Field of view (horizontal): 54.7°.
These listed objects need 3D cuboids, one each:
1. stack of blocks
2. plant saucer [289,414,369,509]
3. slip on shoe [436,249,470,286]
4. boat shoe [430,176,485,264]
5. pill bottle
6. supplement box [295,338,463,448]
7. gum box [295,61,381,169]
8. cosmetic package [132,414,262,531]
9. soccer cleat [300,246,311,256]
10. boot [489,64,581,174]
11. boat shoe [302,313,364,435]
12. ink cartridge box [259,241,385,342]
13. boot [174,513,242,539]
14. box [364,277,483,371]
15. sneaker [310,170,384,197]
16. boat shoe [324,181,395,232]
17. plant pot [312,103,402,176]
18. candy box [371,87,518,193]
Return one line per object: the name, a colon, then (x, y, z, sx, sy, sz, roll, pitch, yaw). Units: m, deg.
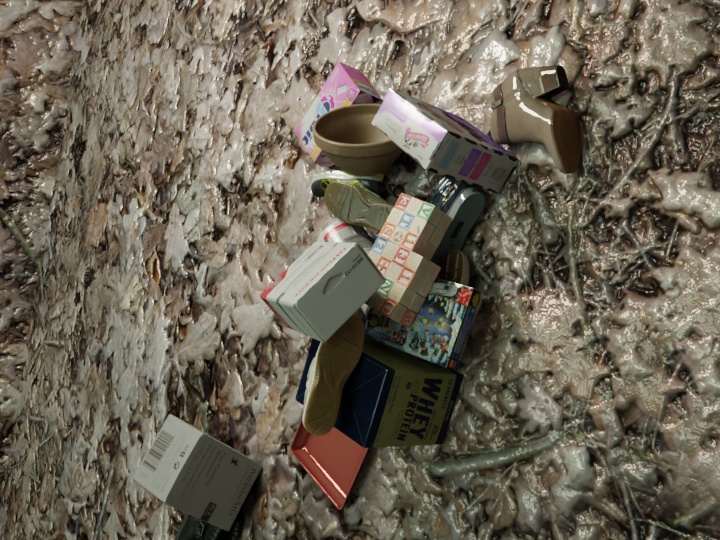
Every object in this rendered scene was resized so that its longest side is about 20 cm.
stack of blocks: (0.077, -0.019, 1.191, 0.115, 0.058, 0.201, 27, 89, 44)
plant saucer: (-0.049, 0.340, 1.415, 0.199, 0.036, 0.202, 36, 109, 44)
slip on shoe: (0.159, 0.067, 1.221, 0.076, 0.060, 0.202, -5, 71, 39)
boat shoe: (0.146, -0.079, 1.261, 0.201, 0.070, 0.091, -57, 37, 22)
pill bottle: (0.000, 0.000, 1.364, 0.111, 0.110, 0.201, -55, 49, 25)
supplement box: (0.032, 0.206, 1.230, 0.199, 0.199, 0.136, 23, 99, 46)
gum box: (-0.054, -0.329, 1.507, 0.200, 0.066, 0.114, -53, 48, 28)
cosmetic package: (-0.369, 0.459, 1.587, 0.164, 0.200, 0.166, 8, 64, 48)
soccer cleat: (-0.066, 0.044, 1.306, 0.078, 0.069, 0.201, -44, 53, 28)
boot: (0.279, -0.237, 1.146, 0.146, 0.070, 0.202, -17, 70, 51)
boat shoe: (-0.054, 0.163, 1.132, 0.202, 0.070, 0.069, -69, 17, -9)
ink cartridge box: (-0.066, 0.029, 1.148, 0.144, 0.084, 0.200, -44, 17, -15)
boot: (-0.371, 0.650, 1.676, 0.157, 0.079, 0.213, 27, 103, 46)
box: (0.102, 0.077, 1.197, 0.199, 0.040, 0.138, 15, 83, 43)
sneaker: (-0.035, -0.164, 1.455, 0.199, 0.074, 0.086, -3, 82, 47)
boat shoe: (0.017, -0.119, 1.364, 0.199, 0.063, 0.074, 22, 99, 30)
plant pot: (0.009, -0.247, 1.369, 0.200, 0.200, 0.093, 35, 141, 44)
candy box: (0.144, -0.219, 1.181, 0.168, 0.199, 0.072, 48, 118, 39)
